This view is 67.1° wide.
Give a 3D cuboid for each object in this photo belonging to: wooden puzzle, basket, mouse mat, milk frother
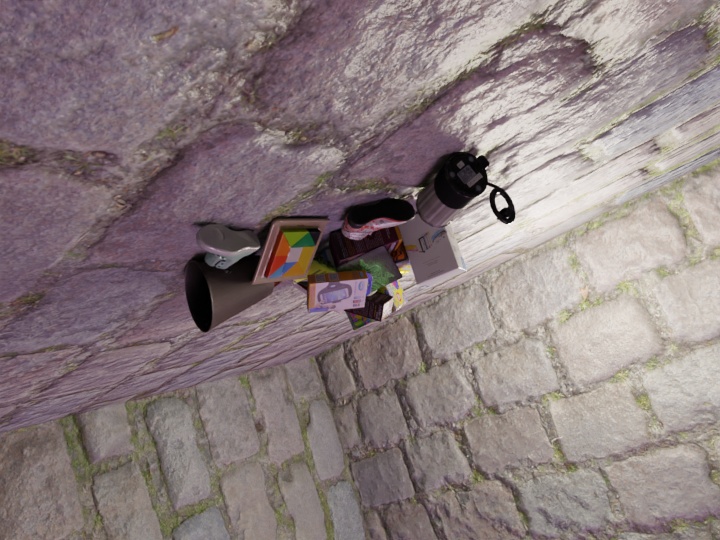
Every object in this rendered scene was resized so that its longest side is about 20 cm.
[{"bbox_3d":[-0.173,-0.045,1.369,0.182,0.037,0.203,-7,133,-49],"label":"wooden puzzle"},{"bbox_3d":[-0.331,0.041,1.395,0.134,0.187,0.197,19,-153,41],"label":"basket"},{"bbox_3d":[0.029,0.008,1.594,0.157,0.008,0.201,-25,147,9],"label":"mouse mat"},{"bbox_3d":[0.268,-0.169,1.373,0.176,0.205,0.188,-19,169,-22],"label":"milk frother"}]

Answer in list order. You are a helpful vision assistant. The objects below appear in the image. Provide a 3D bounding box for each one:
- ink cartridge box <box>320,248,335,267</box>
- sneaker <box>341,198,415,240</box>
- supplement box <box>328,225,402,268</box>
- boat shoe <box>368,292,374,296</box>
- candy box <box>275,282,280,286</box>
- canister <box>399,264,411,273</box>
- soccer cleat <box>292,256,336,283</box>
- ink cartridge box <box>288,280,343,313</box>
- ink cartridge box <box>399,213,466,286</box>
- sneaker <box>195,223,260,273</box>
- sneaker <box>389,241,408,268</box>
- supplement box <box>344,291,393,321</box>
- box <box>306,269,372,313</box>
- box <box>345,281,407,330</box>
[{"bbox_3d":[-0.086,-0.011,1.750,0.113,0.069,0.200,-15,166,-26],"label":"ink cartridge box"},{"bbox_3d":[0.042,-0.135,1.454,0.195,0.069,0.108,-12,166,-24],"label":"sneaker"},{"bbox_3d":[0.012,-0.082,1.572,0.194,0.088,0.111,-19,168,-11],"label":"supplement box"},{"bbox_3d":[-0.002,0.047,1.731,0.198,0.059,0.076,-21,133,-49],"label":"boat shoe"},{"bbox_3d":[-0.330,0.035,1.572,0.196,0.058,0.116,-6,161,-46],"label":"candy box"},{"bbox_3d":[0.188,-0.063,1.947,0.197,0.089,0.147,-31,164,32],"label":"canister"},{"bbox_3d":[-0.161,-0.001,1.551,0.195,0.065,0.086,8,109,-33],"label":"soccer cleat"},{"bbox_3d":[-0.152,0.053,1.670,0.051,0.199,0.159,-56,-149,-10],"label":"ink cartridge box"},{"bbox_3d":[0.224,-0.073,1.693,0.141,0.206,0.146,-22,168,20],"label":"ink cartridge box"},{"bbox_3d":[-0.321,-0.040,1.216,0.116,0.075,0.199,-32,167,19],"label":"sneaker"},{"bbox_3d":[0.105,-0.069,1.698,0.076,0.115,0.200,-21,-175,14],"label":"sneaker"},{"bbox_3d":[0.001,0.102,1.794,0.194,0.063,0.108,14,-163,20],"label":"supplement box"},{"bbox_3d":[-0.058,0.060,1.569,0.193,0.042,0.121,-4,134,-12],"label":"box"},{"bbox_3d":[0.030,0.068,1.905,0.189,0.205,0.121,-25,180,28],"label":"box"}]
